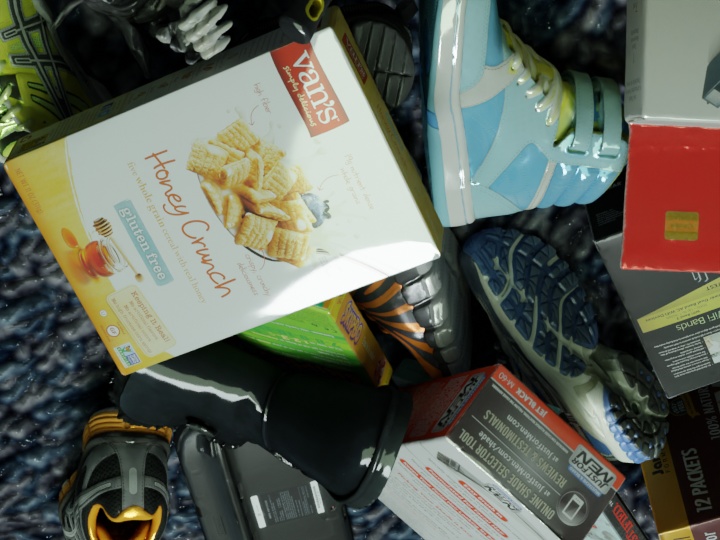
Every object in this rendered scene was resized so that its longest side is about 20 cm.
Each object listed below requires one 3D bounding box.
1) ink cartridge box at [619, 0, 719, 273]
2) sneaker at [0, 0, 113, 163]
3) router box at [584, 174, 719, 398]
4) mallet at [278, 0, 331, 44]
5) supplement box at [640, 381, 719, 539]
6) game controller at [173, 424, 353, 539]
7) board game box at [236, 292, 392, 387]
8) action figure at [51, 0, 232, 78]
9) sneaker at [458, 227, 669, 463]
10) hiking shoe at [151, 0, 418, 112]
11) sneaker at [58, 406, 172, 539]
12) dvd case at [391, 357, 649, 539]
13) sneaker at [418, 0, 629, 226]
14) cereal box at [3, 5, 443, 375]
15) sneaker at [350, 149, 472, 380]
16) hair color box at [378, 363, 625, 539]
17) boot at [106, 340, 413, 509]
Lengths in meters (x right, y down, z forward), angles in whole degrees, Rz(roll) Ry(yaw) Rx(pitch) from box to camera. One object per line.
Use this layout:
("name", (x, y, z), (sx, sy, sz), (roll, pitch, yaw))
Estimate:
("ink cartridge box", (0.251, -0.085, 1.134), (0.198, 0.045, 0.178), (2, 90, -7))
("sneaker", (-0.198, -0.111, 1.112), (0.075, 0.077, 0.200), (-27, 127, 20))
("router box", (0.260, -0.016, 1.256), (0.199, 0.052, 0.158), (-20, 131, 12))
("mallet", (0.005, -0.201, 0.990), (0.041, 0.200, 0.066), (-3, 134, 48))
("supplement box", (0.310, 0.165, 1.368), (0.199, 0.133, 0.198), (-17, 131, 10))
("game controller", (-0.065, 0.161, 1.399), (0.104, 0.042, 0.201), (-19, 133, -8))
("board game box", (-0.039, 0.034, 1.211), (0.095, 0.030, 0.200), (18, 163, 16))
("action figure", (-0.083, -0.173, 1.045), (0.199, 0.102, 0.120), (-17, 96, 6))
("sneaker", (0.115, 0.059, 1.292), (0.085, 0.077, 0.200), (-19, 119, 39))
("hiking shoe", (-0.057, -0.097, 1.119), (0.199, 0.101, 0.076), (-17, 110, 16))
("sneaker", (-0.167, 0.172, 1.354), (0.078, 0.078, 0.200), (-1, 146, -9))
("dvd case", (0.118, 0.142, 1.341), (0.022, 0.146, 0.200), (-53, 131, -19))
("sneaker", (0.100, -0.110, 1.142), (0.130, 0.080, 0.201), (-4, 141, 1))
("cereal box", (-0.072, -0.040, 1.069), (0.199, 0.040, 0.144), (-21, 113, 16))
("sneaker", (0.000, 0.000, 1.242), (0.111, 0.078, 0.201), (-9, 132, 18))
("hair color box", (0.071, 0.126, 1.266), (0.111, 0.064, 0.200), (42, 161, -10))
("boot", (-0.070, 0.082, 1.227), (0.167, 0.200, 0.077), (22, 82, -13))
